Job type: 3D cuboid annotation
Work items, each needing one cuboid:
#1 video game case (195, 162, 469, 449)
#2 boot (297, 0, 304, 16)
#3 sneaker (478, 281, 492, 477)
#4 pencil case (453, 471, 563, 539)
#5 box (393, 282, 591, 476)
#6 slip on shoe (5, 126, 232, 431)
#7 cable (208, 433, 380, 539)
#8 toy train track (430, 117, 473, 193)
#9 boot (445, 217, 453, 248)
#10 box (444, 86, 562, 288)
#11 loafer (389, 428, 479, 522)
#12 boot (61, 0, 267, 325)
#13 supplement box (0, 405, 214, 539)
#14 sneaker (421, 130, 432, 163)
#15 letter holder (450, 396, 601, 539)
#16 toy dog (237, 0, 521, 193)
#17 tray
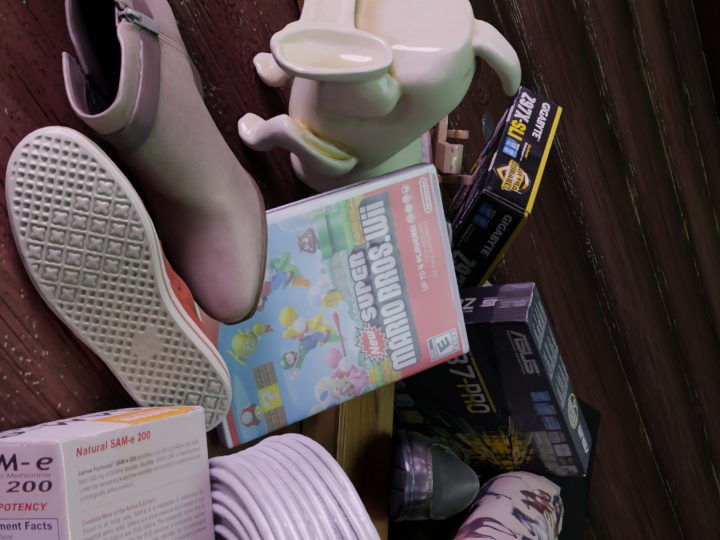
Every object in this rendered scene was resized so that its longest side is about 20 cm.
[{"bbox_3d":[-0.021,0.021,0.819,0.198,0.017,0.145,-19,106,-25],"label":"video game case"},{"bbox_3d":[0.020,-0.261,0.945,0.066,0.173,0.202,-79,151,-64],"label":"boot"},{"bbox_3d":[0.128,0.107,1.190,0.104,0.075,0.203,23,60,-56],"label":"sneaker"},{"bbox_3d":[0.123,0.229,0.984,0.089,0.078,0.200,43,16,5],"label":"pencil case"},{"bbox_3d":[0.099,0.100,1.032,0.049,0.160,0.201,-70,145,-43],"label":"box"},{"bbox_3d":[-0.136,0.006,0.674,0.201,0.074,0.061,62,-1,-30],"label":"slip on shoe"},{"bbox_3d":[-0.048,0.198,0.675,0.069,0.201,0.201,-6,57,-29],"label":"cable"},{"bbox_3d":[0.077,-0.109,1.075,0.200,0.032,0.116,-111,-156,-78],"label":"toy train track"},{"bbox_3d":[0.000,0.000,0.918,0.200,0.089,0.073,-46,126,-56],"label":"boot"},{"bbox_3d":[0.104,-0.042,1.067,0.201,0.049,0.160,-61,-178,43],"label":"box"},{"bbox_3d":[0.061,0.167,0.963,0.200,0.071,0.074,55,38,-82],"label":"loafer"},{"bbox_3d":[-0.118,-0.073,0.688,0.146,0.070,0.202,35,35,-73],"label":"boot"},{"bbox_3d":[-0.134,0.178,0.615,0.126,0.073,0.203,-1,86,-65],"label":"supplement box"},{"bbox_3d":[0.036,-0.132,1.053,0.080,0.071,0.203,-21,109,-70],"label":"sneaker"},{"bbox_3d":[0.148,0.225,1.203,0.100,0.142,0.201,32,52,-20],"label":"letter holder"},{"bbox_3d":[0.006,-0.128,0.875,0.201,0.192,0.141,106,-18,-55],"label":"toy dog"},{"bbox_3d":[-0.010,0.158,0.933,0.099,0.037,0.202,36,52,-58],"label":"tray"}]
